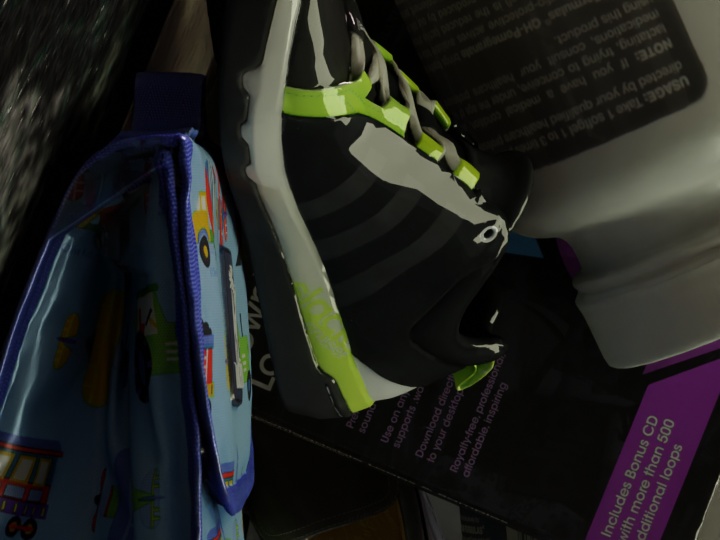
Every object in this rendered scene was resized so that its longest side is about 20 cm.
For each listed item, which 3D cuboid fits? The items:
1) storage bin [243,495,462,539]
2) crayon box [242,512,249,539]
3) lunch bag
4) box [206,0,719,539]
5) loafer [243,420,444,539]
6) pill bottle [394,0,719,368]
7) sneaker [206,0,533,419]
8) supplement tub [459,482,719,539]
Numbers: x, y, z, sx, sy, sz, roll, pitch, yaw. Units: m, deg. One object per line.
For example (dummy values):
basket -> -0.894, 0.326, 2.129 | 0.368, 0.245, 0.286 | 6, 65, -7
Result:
storage bin -> -0.006, 0.098, 1.315 | 0.146, 0.134, 0.200 | -63, -176, -30
crayon box -> -0.083, 0.139, 0.985 | 0.200, 0.051, 0.126 | 31, 69, -83
lunch bag -> -0.066, 0.046, 0.798 | 0.151, 0.094, 0.201 | -14, 111, -86
box -> 0.034, -0.001, 0.953 | 0.036, 0.200, 0.143 | 84, 28, -79
loafer -> -0.012, 0.070, 1.063 | 0.072, 0.073, 0.200 | -99, 165, -60
pill bottle -> 0.071, -0.078, 0.885 | 0.110, 0.200, 0.111 | -24, -176, 2
sneaker -> 0.005, -0.036, 0.834 | 0.200, 0.083, 0.072 | 79, 2, -51
supplement tub -> 0.100, 0.034, 1.042 | 0.140, 0.140, 0.201 | 25, 60, -87
